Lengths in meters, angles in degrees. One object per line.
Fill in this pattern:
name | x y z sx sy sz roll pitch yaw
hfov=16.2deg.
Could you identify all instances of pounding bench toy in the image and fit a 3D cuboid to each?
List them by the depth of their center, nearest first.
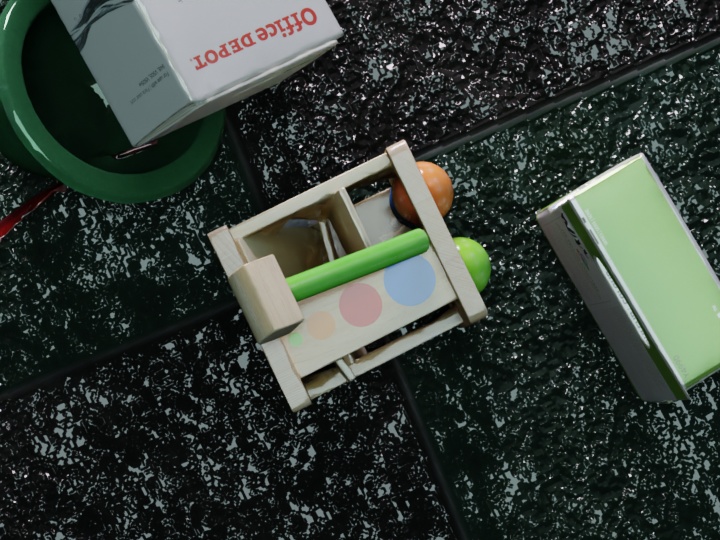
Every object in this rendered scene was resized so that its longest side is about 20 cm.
pounding bench toy | 0.000 0.000 1.596 0.156 0.200 0.125 -26 88 -2

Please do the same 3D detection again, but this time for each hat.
hat | -0.214 -0.090 1.686 0.200 0.176 0.166 -23 84 -41

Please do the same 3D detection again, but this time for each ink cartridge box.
ink cartridge box | 0.186 0.005 1.600 0.076 0.200 0.148 -30 89 -3
ink cartridge box | -0.124 -0.199 1.628 0.146 0.083 0.201 -27 88 -40
